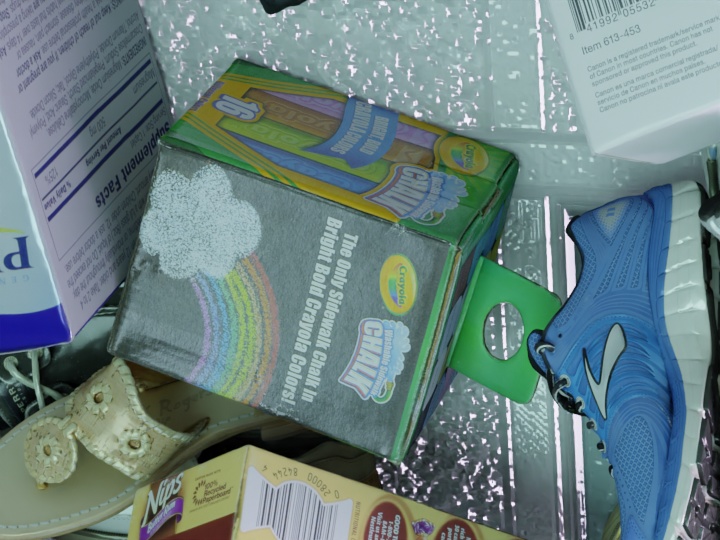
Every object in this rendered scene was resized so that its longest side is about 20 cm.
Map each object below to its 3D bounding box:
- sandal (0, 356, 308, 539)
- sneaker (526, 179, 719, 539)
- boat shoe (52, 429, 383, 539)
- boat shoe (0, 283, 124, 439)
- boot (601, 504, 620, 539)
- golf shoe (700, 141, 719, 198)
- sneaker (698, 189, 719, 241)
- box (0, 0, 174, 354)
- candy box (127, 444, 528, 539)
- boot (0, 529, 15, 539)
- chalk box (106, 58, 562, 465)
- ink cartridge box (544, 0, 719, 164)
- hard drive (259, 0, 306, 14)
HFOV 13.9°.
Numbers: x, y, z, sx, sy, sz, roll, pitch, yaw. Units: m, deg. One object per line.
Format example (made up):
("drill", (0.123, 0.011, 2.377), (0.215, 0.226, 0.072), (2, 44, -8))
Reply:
("sandal", (-0.103, 0.062, 1.465), (0.211, 0.078, 0.070), (-19, 142, -9))
("sneaker", (0.124, 0.059, 1.350), (0.089, 0.201, 0.079), (-8, 153, 19))
("boat shoe", (-0.086, 0.105, 1.532), (0.199, 0.075, 0.069), (4, 113, 5))
("boat shoe", (-0.168, 0.057, 1.538), (0.199, 0.064, 0.071), (-24, 104, 26))
("boot", (0.170, 0.119, 1.398), (0.073, 0.156, 0.200), (35, 120, -6))
("golf shoe", (0.185, -0.070, 1.347), (0.078, 0.097, 0.201), (-14, 107, 25))
("sneaker", (0.239, -0.029, 1.301), (0.091, 0.200, 0.078), (61, 152, 2))
("box", (-0.177, -0.084, 1.410), (0.104, 0.184, 0.201), (-9, 110, 21))
("candy box", (-0.002, 0.148, 1.438), (0.199, 0.057, 0.117), (19, 157, -26))
("boot", (-0.167, 0.194, 1.562), (0.166, 0.072, 0.200), (44, 164, -18))
("chalk box", (0.000, 0.000, 1.425), (0.199, 0.124, 0.125), (20, 117, 8))
("ink cartridge box", (0.148, -0.165, 1.282), (0.144, 0.084, 0.201), (-20, 80, 25))
("hard drive", (-0.029, -0.234, 1.380), (0.139, 0.033, 0.201), (-21, 105, 25))
